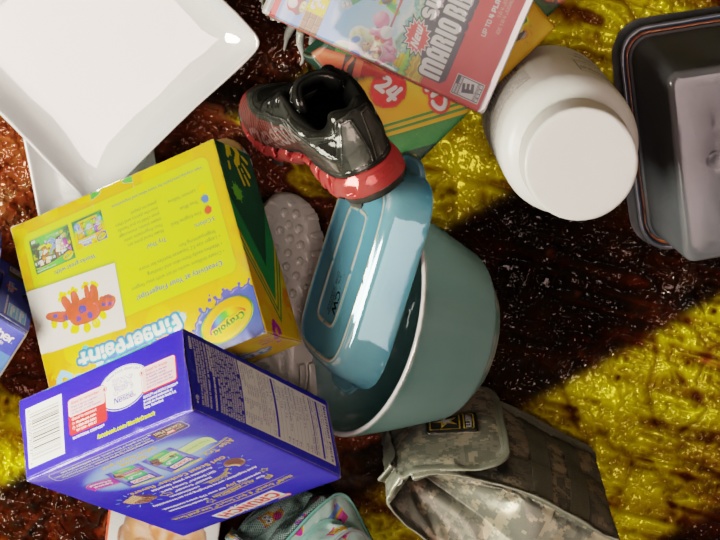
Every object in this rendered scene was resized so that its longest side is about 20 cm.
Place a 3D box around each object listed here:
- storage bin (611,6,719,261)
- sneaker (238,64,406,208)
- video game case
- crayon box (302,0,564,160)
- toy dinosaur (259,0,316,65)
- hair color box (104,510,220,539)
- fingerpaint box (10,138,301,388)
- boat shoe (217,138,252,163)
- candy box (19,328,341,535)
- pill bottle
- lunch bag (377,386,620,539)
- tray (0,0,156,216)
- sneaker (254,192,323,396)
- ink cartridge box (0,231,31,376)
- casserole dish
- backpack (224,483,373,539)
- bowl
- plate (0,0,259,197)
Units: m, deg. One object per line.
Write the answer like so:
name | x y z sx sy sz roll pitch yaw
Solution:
storage bin | 0.296 -0.104 1.715 0.144 0.134 0.202 -8 107 -1
sneaker | -0.041 -0.125 1.657 0.071 0.200 0.098 -34 125 -18
video game case | 0.039 -0.230 1.654 0.199 0.017 0.144 23 94 -14
crayon box | 0.067 -0.200 1.700 0.200 0.051 0.127 -45 105 -3
toy dinosaur | -0.071 -0.271 1.675 0.102 0.077 0.200 -40 108 0
hair color box | -0.167 0.190 1.806 0.100 0.061 0.202 6 106 -6
fingerpaint box | -0.166 0.012 1.678 0.199 0.073 0.168 -22 74 19
boat shoe | -0.133 -0.011 1.754 0.069 0.071 0.201 20 94 -44
candy box | -0.140 0.133 1.639 0.168 0.078 0.200 -23 148 26
pill bottle | 0.163 -0.108 1.670 0.113 0.200 0.115 -1 106 -3
lunch bag | 0.107 0.183 1.768 0.199 0.164 0.118 28 108 -11
tray | -0.232 -0.140 1.729 0.106 0.022 0.202 -9 106 -2
sneaker | -0.077 0.034 1.763 0.076 0.080 0.202 6 87 -18
ink cartridge box | -0.335 0.065 1.720 0.076 0.137 0.201 33 102 -15
casserole dish | 0.000 0.000 1.676 0.038 0.121 0.202 12 102 -26
backpack | -0.061 0.300 1.768 0.199 0.153 0.177 -33 112 -15
bowl | 0.043 0.046 1.728 0.104 0.201 0.202 12 106 -28
plate | -0.217 -0.190 1.688 0.199 0.032 0.200 -43 104 9
